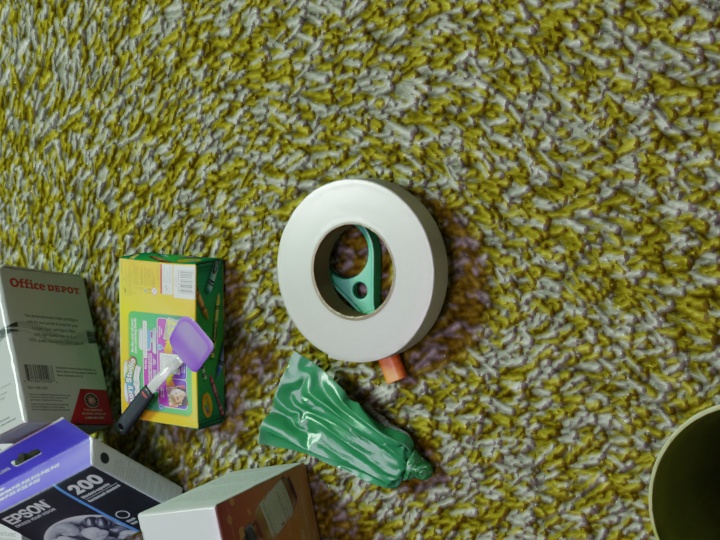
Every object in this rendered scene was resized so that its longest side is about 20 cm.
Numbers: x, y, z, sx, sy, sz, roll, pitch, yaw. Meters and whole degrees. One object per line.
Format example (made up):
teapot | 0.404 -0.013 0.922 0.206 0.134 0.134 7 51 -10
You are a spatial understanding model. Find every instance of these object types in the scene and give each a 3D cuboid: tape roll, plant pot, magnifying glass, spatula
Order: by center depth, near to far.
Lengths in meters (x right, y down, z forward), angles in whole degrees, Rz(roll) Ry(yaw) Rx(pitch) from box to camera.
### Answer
plant pot | 0.380 0.190 1.247 0.186 0.200 0.188 5 99 31
tape roll | 0.000 0.000 1.525 0.202 0.037 0.204 3 95 29
magnifying glass | 0.004 0.029 1.556 0.079 0.022 0.201 -25 84 30
spatula | -0.237 0.129 1.643 0.057 0.021 0.200 49 119 13

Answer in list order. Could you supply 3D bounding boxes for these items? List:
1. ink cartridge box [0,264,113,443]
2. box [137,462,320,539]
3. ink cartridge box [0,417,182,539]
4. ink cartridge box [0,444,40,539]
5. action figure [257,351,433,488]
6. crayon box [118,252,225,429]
ink cartridge box | -0.398 0.105 1.713 0.084 0.144 0.201 -25 70 31
box | -0.137 0.316 1.569 0.106 0.200 0.153 -11 92 27
ink cartridge box | -0.357 0.274 1.712 0.198 0.200 0.044 -29 40 29
ink cartridge box | -0.476 0.267 1.835 0.144 0.085 0.201 -2 94 31
action figure | -0.008 0.185 1.564 0.199 0.055 0.119 27 108 18
crayon box | -0.227 0.083 1.679 0.118 0.058 0.201 5 99 31
